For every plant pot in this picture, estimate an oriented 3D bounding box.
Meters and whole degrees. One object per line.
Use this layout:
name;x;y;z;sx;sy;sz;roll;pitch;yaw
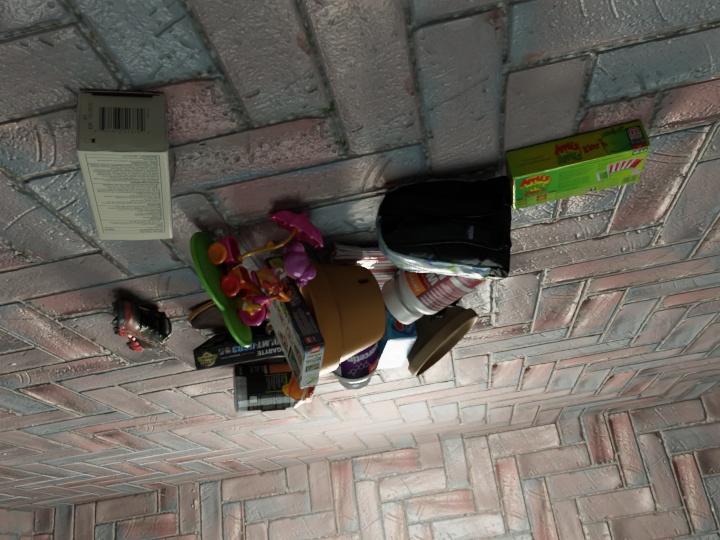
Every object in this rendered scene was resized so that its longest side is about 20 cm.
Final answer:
plant pot;-0.045;0.073;1.164;0.138;0.202;0.200;-11;158;-23
plant pot;0.165;0.138;1.495;0.200;0.093;0.201;-38;163;-14

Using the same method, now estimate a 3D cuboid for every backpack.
backpack;0.121;-0.063;1.029;0.197;0.165;0.154;2;169;-7

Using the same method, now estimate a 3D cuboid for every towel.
towel;0.000;0.000;1.272;0.144;0.030;0.200;-1;157;-15

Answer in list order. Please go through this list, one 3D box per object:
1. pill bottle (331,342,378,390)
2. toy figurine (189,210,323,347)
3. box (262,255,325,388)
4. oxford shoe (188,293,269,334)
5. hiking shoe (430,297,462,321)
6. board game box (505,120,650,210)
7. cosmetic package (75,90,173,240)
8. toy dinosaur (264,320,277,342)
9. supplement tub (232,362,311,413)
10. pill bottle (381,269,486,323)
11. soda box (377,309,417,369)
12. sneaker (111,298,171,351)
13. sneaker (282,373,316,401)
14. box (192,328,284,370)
pill bottle;-0.017;0.160;1.421;0.111;0.113;0.202;-7;129;-3
toy figurine;-0.141;-0.009;1.044;0.182;0.202;0.150;-26;167;8
box;-0.117;0.084;1.115;0.034;0.201;0.111;-12;140;-23
oxford shoe;-0.254;0.098;1.336;0.198;0.074;0.071;-13;155;10
hiking shoe;0.189;0.025;1.310;0.073;0.088;0.200;1;153;-20
board game box;0.325;-0.157;1.012;0.197;0.048;0.102;-13;154;8
cosmetic package;-0.290;-0.125;0.834;0.102;0.088;0.200;-2;153;-17
toy dinosaur;-0.080;0.093;1.281;0.198;0.137;0.102;-28;174;11
supplement tub;-0.230;0.303;1.724;0.197;0.124;0.123;-2;155;-13
pill bottle;0.139;0.011;1.205;0.199;0.111;0.109;-36;145;29
soda box;0.071;0.151;1.444;0.063;0.069;0.201;-4;155;-9
sneaker;-0.424;0.103;1.299;0.097;0.072;0.201;-6;157;-5
sneaker;-0.114;0.178;1.435;0.076;0.202;0.073;15;156;17
box;-0.233;0.156;1.405;0.196;0.050;0.200;-11;-178;0
